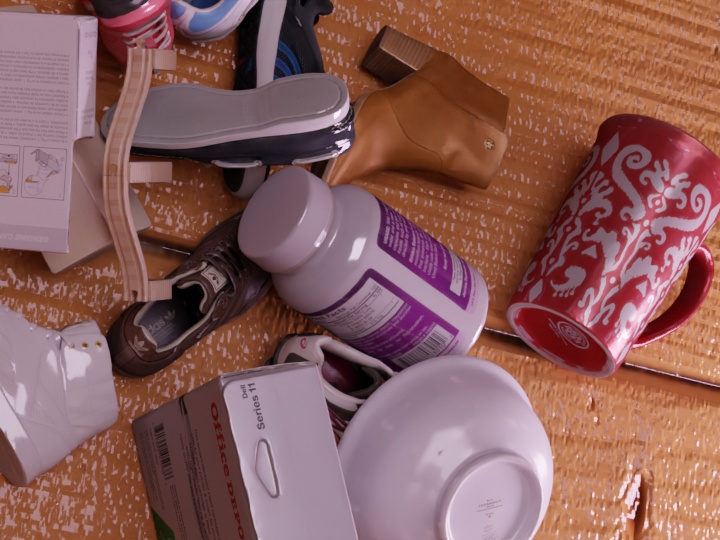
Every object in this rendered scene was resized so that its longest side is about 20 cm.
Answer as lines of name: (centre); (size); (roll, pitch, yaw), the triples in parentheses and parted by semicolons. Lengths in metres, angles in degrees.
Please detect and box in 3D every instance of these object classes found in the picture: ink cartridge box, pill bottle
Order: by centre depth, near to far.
ink cartridge box: (-0.301, -0.109, 1.575); (0.200, 0.045, 0.176); (5, 98, 13)
ink cartridge box: (-0.090, 0.159, 1.576); (0.083, 0.200, 0.147); (-10, 82, -27)
pill bottle: (0.000, 0.000, 1.678); (0.200, 0.112, 0.112); (35, 64, -34)

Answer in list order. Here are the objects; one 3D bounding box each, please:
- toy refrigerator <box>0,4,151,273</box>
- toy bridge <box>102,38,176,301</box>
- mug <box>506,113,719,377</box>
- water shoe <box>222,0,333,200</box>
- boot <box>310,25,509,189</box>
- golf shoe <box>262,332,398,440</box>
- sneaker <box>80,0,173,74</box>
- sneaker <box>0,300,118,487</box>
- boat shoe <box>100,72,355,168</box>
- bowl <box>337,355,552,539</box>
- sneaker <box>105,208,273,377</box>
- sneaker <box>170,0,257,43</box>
toy refrigerator: (-0.250, -0.102, 1.628); (0.200, 0.070, 0.076); (61, 19, -1)
toy bridge: (-0.169, -0.075, 1.581); (0.067, 0.027, 0.200); (-7, 100, -64)
mug: (0.237, -0.005, 1.810); (0.177, 0.133, 0.200); (37, 68, -10)
water shoe: (-0.063, -0.150, 1.738); (0.079, 0.071, 0.200); (14, 72, -24)
boot: (0.047, -0.103, 1.775); (0.144, 0.071, 0.201); (32, 61, -12)
golf shoe: (0.014, 0.120, 1.699); (0.200, 0.088, 0.077); (33, 65, -16)
sneaker: (-0.170, -0.197, 1.637); (0.074, 0.200, 0.087); (-27, 101, -5)
sneaker: (-0.261, 0.051, 1.598); (0.116, 0.074, 0.200); (-32, 104, -29)
boat shoe: (-0.103, -0.108, 1.649); (0.200, 0.060, 0.076); (-1, 48, 10)
bowl: (0.080, 0.175, 1.657); (0.201, 0.090, 0.201); (-10, 111, -28)
sneaker: (-0.117, 0.014, 1.669); (0.070, 0.076, 0.200); (49, 64, -7)
sneaker: (-0.084, -0.272, 1.705); (0.072, 0.072, 0.200); (39, 88, 24)
